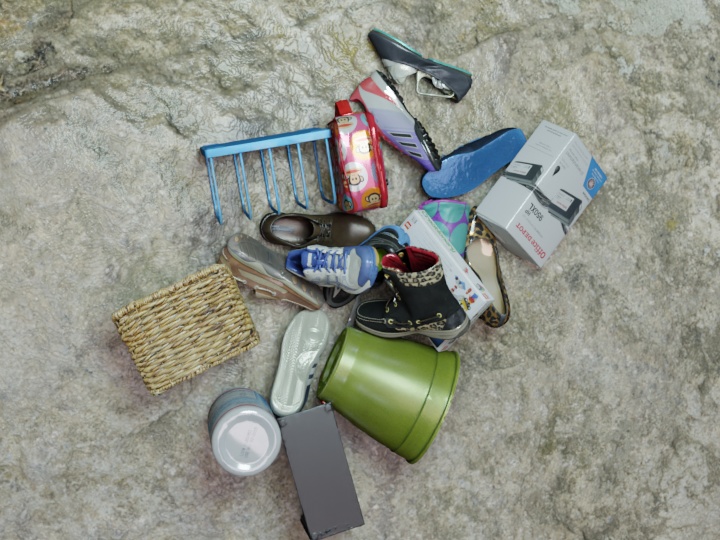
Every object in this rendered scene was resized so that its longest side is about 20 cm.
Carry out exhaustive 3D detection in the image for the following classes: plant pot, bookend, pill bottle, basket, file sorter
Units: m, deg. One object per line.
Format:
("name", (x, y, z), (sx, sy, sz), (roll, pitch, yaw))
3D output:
("plant pot", (0.036, 0.189, 1.620), (0.191, 0.200, 0.202), (25, 90, -6))
("bookend", (-0.075, 0.325, 1.619), (0.091, 0.199, 0.202), (-15, 88, -9))
("pill bottle", (-0.191, 0.250, 1.567), (0.107, 0.200, 0.110), (-1, 96, -11))
("basket", (-0.277, 0.085, 1.562), (0.198, 0.143, 0.150), (-27, 98, -5))
("file sorter", (-0.147, -0.154, 1.570), (0.198, 0.139, 0.124), (-11, 102, -10))

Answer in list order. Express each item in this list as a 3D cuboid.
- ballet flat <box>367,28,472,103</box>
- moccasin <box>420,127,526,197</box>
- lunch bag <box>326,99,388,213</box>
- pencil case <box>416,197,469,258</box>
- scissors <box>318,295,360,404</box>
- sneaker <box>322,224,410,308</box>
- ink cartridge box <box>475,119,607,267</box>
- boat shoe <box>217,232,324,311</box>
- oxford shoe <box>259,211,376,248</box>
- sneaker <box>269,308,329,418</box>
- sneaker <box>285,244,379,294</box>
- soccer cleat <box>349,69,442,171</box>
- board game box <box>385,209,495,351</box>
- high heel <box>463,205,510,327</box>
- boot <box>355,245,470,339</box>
("ballet flat", (0.095, -0.336, 1.636), (0.198, 0.073, 0.074), (22, 91, -15))
("moccasin", (0.192, -0.181, 1.674), (0.198, 0.068, 0.081), (-24, 108, -7))
("lunch bag", (-0.012, -0.185, 1.562), (0.081, 0.200, 0.178), (-12, 99, -6))
("pencil case", (0.132, -0.022, 1.666), (0.091, 0.085, 0.203), (4, 96, -8))
("scissors", (-0.035, 0.137, 1.683), (0.072, 0.014, 0.203), (1, 96, -11))
("sneaker", (0.000, 0.000, 1.612), (0.071, 0.083, 0.199), (42, 126, -12))
("ink cartridge box", (0.310, -0.129, 1.665), (0.201, 0.084, 0.144), (-53, 134, -2))
("boat shoe", (-0.150, 0.013, 1.625), (0.199, 0.076, 0.072), (34, 117, -21))
("oxford shoe", (-0.065, -0.061, 1.623), (0.198, 0.084, 0.074), (-1, 94, -13))
("sneaker", (-0.107, 0.160, 1.643), (0.074, 0.085, 0.202), (20, 63, 2))
("sneaker", (-0.049, -0.005, 1.548), (0.087, 0.199, 0.076), (12, 80, -32))
("soccer cleat", (0.061, -0.237, 1.626), (0.073, 0.068, 0.201), (-37, 83, 12))
("board game box", (0.116, 0.016, 1.606), (0.126, 0.034, 0.201), (-48, 66, 28))
("high heel", (0.220, -0.007, 1.656), (0.071, 0.143, 0.203), (-6, 97, -11))
("boot", (0.064, 0.035, 1.531), (0.073, 0.198, 0.151), (-58, 140, -35))
